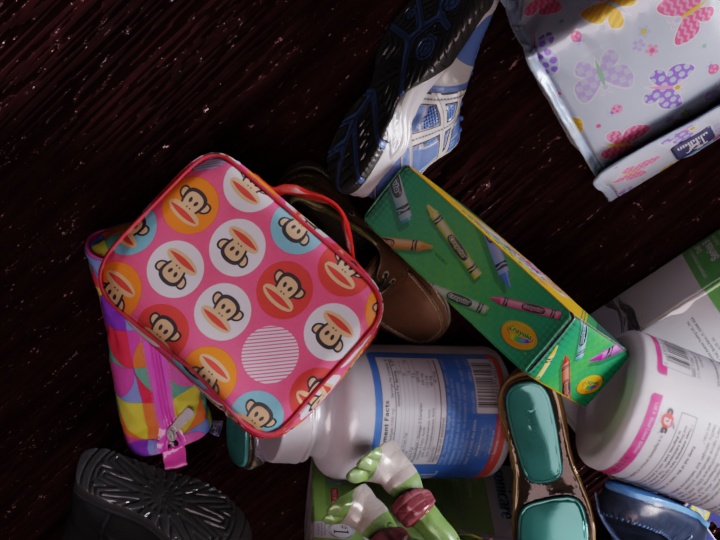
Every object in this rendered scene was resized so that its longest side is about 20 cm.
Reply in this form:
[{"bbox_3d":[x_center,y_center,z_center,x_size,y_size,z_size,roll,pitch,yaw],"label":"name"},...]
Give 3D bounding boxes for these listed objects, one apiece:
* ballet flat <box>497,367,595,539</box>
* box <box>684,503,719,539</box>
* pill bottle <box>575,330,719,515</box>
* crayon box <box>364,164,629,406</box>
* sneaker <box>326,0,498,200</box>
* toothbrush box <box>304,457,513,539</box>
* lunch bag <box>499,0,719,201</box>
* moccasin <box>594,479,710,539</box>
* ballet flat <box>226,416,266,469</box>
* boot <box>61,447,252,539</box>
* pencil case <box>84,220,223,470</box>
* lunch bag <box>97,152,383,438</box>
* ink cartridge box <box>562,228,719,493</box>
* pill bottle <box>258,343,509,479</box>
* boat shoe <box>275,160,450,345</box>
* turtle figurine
[{"bbox_3d":[0.154,0.173,1.233,0.068,0.063,0.203,-5,98,12],"label":"ballet flat"},{"bbox_3d":[0.257,0.293,1.383,0.200,0.032,0.121,-42,124,-4],"label":"box"},{"bbox_3d":[0.281,0.133,1.211,0.198,0.114,0.114,21,111,-11],"label":"pill bottle"},{"bbox_3d":[0.104,0.011,1.180,0.058,0.200,0.119,-50,147,7],"label":"crayon box"},{"bbox_3d":[0.051,-0.143,1.209,0.077,0.076,0.201,20,111,-40],"label":"sneaker"},{"bbox_3d":[0.051,0.236,1.324,0.197,0.146,0.087,3,115,-4],"label":"toothbrush box"},{"bbox_3d":[0.225,-0.157,1.168,0.168,0.128,0.200,-27,132,10],"label":"lunch bag"},{"bbox_3d":[0.243,0.221,1.246,0.200,0.080,0.069,32,80,-54],"label":"moccasin"},{"bbox_3d":[-0.084,0.072,1.299,0.071,0.072,0.203,-1,114,-1],"label":"ballet flat"},{"bbox_3d":[-0.186,0.252,1.321,0.164,0.066,0.201,27,135,6],"label":"boot"},{"bbox_3d":[-0.174,0.059,1.273,0.087,0.089,0.202,-9,113,2],"label":"pencil case"},{"bbox_3d":[-0.082,0.009,1.167,0.200,0.082,0.176,43,84,5],"label":"lunch bag"},{"bbox_3d":[0.271,0.082,1.296,0.199,0.084,0.146,-33,112,12],"label":"ink cartridge box"},{"bbox_3d":[0.018,0.117,1.265,0.198,0.112,0.113,2,115,-19],"label":"pill bottle"},{"bbox_3d":[0.000,0.000,1.261,0.072,0.068,0.200,-43,109,15],"label":"boat shoe"},{"bbox_3d":[0.041,0.243,1.159,0.200,0.144,0.194,-40,71,-10],"label":"turtle figurine"}]
